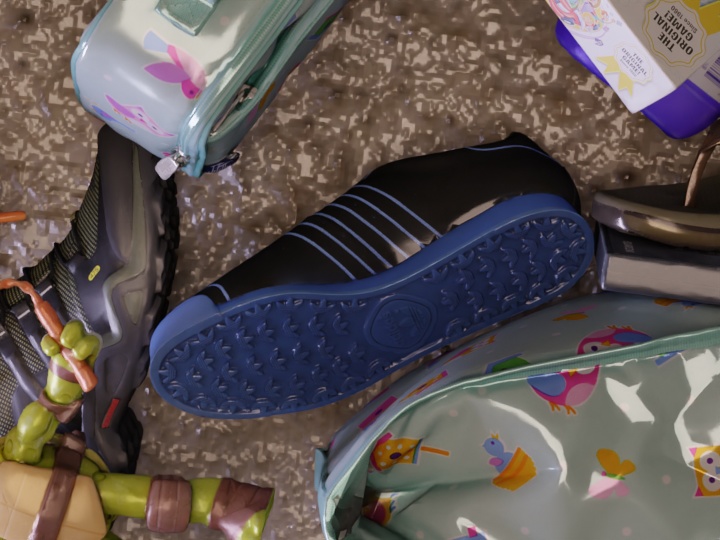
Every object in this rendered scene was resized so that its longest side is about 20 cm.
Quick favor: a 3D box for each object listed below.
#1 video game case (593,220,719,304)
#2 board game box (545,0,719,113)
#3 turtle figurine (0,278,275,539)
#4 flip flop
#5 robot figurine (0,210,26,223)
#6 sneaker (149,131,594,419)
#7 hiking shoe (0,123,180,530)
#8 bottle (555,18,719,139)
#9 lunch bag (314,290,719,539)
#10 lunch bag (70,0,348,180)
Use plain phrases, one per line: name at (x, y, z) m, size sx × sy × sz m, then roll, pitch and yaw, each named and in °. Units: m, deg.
video game case at (0.199, 0.004, 1.102) m, size 0.200 × 0.143 × 0.019 m, roll 7°, pitch 98°, yaw 3°
board game box at (0.095, -0.180, 1.032) m, size 0.134 × 0.034 × 0.200 m, roll -42°, pitch 97°, yaw -29°
turtle figurine at (-0.128, 0.111, 1.122) m, size 0.161 × 0.064 × 0.200 m, roll 21°, pitch 101°, yaw -6°
flip flop at (0.188, -0.053, 1.111) m, size 0.200 × 0.081 × 0.058 m, roll -15°, pitch 106°, yaw -12°
robot figurine at (-0.253, -0.027, 1.143) m, size 0.200 × 0.144 × 0.117 m, roll 22°, pitch 115°, yaw 1°
sneaker at (0.000, 0.000, 1.143) m, size 0.200 × 0.078 × 0.070 m, roll -19°, pitch 127°, yaw -2°
hiking shoe at (-0.139, 0.026, 1.162) m, size 0.100 × 0.076 × 0.200 m, roll 12°, pitch 99°, yaw -1°
bottle at (0.172, -0.153, 1.121) m, size 0.083 × 0.065 × 0.200 m, roll 36°, pitch 99°, yaw -14°
lunch bag at (0.077, 0.079, 1.105) m, size 0.200 × 0.170 × 0.122 m, roll -14°, pitch 96°, yaw 1°
lunch bag at (-0.038, -0.130, 1.079) m, size 0.077 × 0.160 × 0.200 m, roll 35°, pitch 82°, yaw -3°
